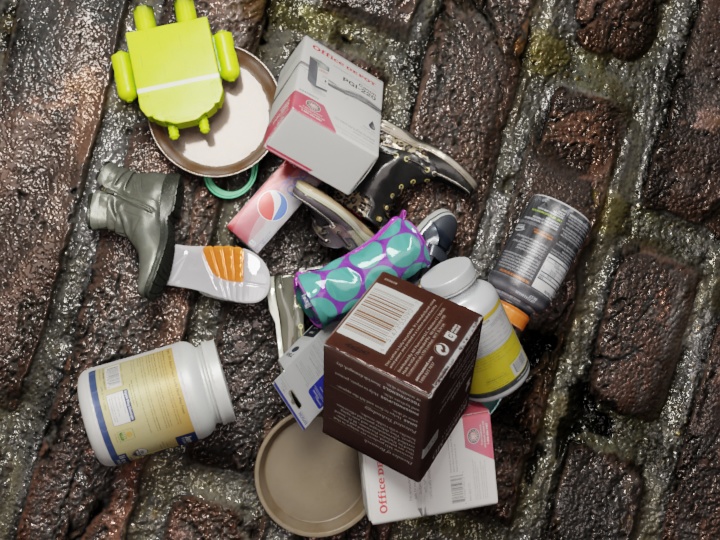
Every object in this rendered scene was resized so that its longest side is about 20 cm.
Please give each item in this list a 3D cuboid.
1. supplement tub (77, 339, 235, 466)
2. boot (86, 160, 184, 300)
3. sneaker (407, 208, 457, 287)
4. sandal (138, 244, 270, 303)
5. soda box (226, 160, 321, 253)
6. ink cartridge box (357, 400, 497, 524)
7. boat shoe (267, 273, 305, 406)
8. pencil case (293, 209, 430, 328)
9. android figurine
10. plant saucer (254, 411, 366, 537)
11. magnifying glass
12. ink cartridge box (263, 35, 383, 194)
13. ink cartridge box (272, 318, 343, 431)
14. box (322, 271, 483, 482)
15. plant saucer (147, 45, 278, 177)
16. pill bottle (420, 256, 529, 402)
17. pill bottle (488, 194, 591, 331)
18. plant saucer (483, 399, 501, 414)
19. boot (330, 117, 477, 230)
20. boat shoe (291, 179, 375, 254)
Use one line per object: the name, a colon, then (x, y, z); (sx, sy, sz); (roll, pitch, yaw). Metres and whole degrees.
supplement tub: (-0.290, 0.186, 1.332); (0.198, 0.144, 0.146); (-16, 94, -8)
boot: (-0.335, -0.057, 1.344); (0.129, 0.068, 0.202); (6, 71, 2)
sneaker: (0.097, 0.003, 1.417); (0.201, 0.079, 0.078); (-54, 136, 1)
sandal: (-0.227, 0.000, 1.386); (0.205, 0.059, 0.080); (11, 82, 12)
soda box: (-0.113, -0.118, 1.390); (0.063, 0.070, 0.200); (41, 85, -5)
ink cartridge box: (0.097, 0.286, 1.399); (0.198, 0.083, 0.148); (-7, 98, -9)
boat shoe: (-0.098, 0.105, 1.399); (0.060, 0.072, 0.204); (-10, 90, -4)
pencil case: (0.000, 0.000, 1.345); (0.199, 0.085, 0.093); (-30, 101, -7)
android figurine: (-0.267, -0.291, 1.344); (0.181, 0.041, 0.202); (-14, 85, -4)
plant saucer: (-0.065, 0.310, 1.433); (0.198, 0.029, 0.202); (0, 91, -9)
magnifying glass: (-0.166, -0.198, 1.406); (0.079, 0.022, 0.201); (35, 88, -8)
ink cartridge box: (-0.048, -0.225, 1.325); (0.145, 0.201, 0.085); (27, 127, -20)
ink cartridge box: (-0.053, 0.132, 1.376); (0.200, 0.039, 0.100); (-45, 120, -30)
box: (0.056, 0.146, 1.285); (0.163, 0.201, 0.166); (23, 49, 20)
plant saucer: (-0.215, -0.236, 1.378); (0.198, 0.032, 0.202); (0, 85, -2)
pill bottle: (0.165, 0.085, 1.368); (0.112, 0.112, 0.201); (-30, 110, -8)
pill bottle: (0.267, -0.008, 1.441); (0.106, 0.106, 0.201); (30, 87, -9)
plant saucer: (0.134, 0.156, 1.459); (0.198, 0.036, 0.202); (0, 92, -9)
boot: (0.064, -0.128, 1.419); (0.199, 0.073, 0.151); (30, 85, -5)
boat shoe: (-0.037, -0.063, 1.373); (0.065, 0.072, 0.200); (-50, 136, 3)
